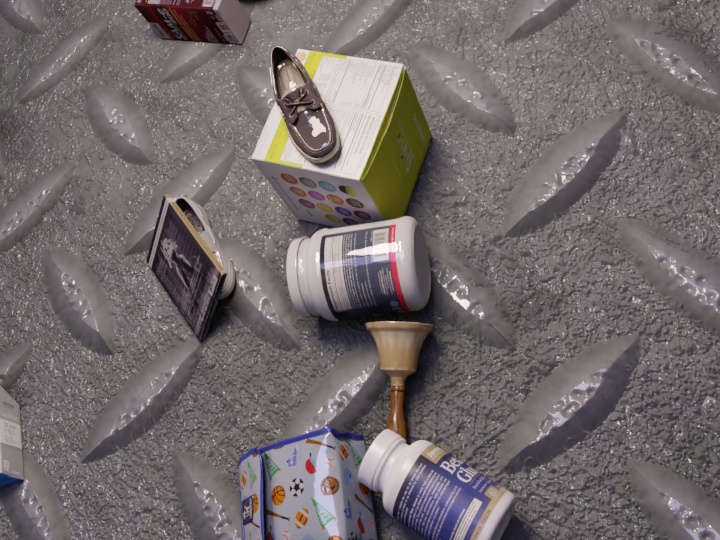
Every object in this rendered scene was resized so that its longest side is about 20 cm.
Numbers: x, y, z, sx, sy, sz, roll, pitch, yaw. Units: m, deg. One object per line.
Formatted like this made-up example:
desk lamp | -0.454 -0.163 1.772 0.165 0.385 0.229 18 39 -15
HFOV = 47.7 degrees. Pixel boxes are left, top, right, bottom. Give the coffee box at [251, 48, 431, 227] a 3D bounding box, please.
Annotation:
coffee box | -0.020 -0.197 1.294 0.194 0.200 0.203 13 72 24

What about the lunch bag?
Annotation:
lunch bag | -0.091 0.330 1.150 0.197 0.123 0.173 -20 62 26

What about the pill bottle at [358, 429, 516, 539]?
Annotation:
pill bottle | 0.099 0.299 1.090 0.198 0.111 0.112 28 79 23

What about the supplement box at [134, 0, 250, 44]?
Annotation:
supplement box | -0.326 -0.501 1.581 0.196 0.109 0.062 11 72 24

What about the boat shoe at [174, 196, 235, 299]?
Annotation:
boat shoe | -0.273 -0.044 1.395 0.071 0.069 0.203 -25 62 8

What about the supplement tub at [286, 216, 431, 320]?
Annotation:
supplement tub | 0.000 0.000 1.239 0.196 0.140 0.143 -8 66 17

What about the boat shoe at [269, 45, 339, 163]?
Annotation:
boat shoe | -0.090 -0.245 1.187 0.071 0.065 0.203 -26 62 6

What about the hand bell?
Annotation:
hand bell | 0.055 0.181 1.191 0.102 0.104 0.205 -2 81 19

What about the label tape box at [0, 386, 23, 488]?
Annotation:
label tape box | -0.662 0.281 1.404 0.141 0.066 0.203 -21 60 10

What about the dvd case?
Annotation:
dvd case | -0.295 -0.006 1.366 0.200 0.016 0.150 49 131 28
